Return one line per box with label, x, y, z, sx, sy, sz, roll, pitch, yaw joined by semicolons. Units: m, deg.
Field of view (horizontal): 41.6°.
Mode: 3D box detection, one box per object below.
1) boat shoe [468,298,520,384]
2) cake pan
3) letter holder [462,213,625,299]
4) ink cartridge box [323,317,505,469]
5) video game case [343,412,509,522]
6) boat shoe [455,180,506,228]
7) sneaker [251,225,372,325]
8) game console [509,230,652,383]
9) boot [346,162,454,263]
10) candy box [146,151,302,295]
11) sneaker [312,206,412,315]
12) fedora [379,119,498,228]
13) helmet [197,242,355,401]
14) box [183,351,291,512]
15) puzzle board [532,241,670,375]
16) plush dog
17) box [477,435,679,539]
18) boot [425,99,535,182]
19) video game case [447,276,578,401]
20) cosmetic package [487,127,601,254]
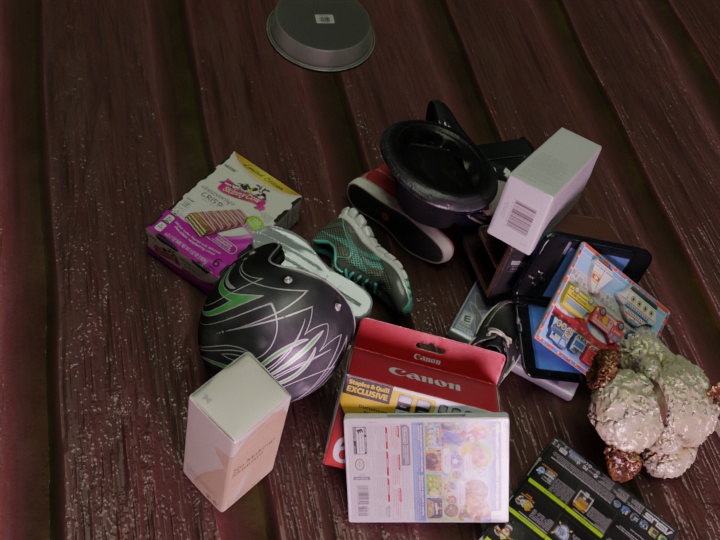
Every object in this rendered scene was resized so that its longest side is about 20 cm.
boat shoe;0.179;0.117;1.313;0.074;0.060;0.201;31;66;11
cake pan;-0.068;-0.439;1.700;0.198;0.037;0.202;6;54;-8
letter holder;0.270;-0.040;1.416;0.198;0.101;0.143;2;42;-20
ink cartridge box;0.070;0.174;1.190;0.198;0.177;0.084;14;21;-1
video game case;0.081;0.242;1.158;0.198;0.145;0.018;-1;17;5
boat shoe;0.227;-0.097;1.493;0.199;0.092;0.075;12;72;-41
sneaker;-0.074;0.016;1.341;0.200;0.071;0.073;39;64;5
game console;0.322;0.057;1.328;0.198;0.172;0.119;8;33;-28
boot;0.097;-0.106;1.475;0.200;0.073;0.144;40;55;22
candy box;-0.197;-0.069;1.390;0.136;0.061;0.200;33;55;13
sneaker;0.000;0.000;1.383;0.091;0.078;0.200;-28;56;-18
fedora;0.104;-0.132;1.393;0.199;0.092;0.201;13;40;-11
helmet;-0.109;0.075;1.205;0.198;0.202;0.191;-3;24;-13
box;-0.150;0.195;1.122;0.078;0.201;0.095;42;58;17
puzzle board;0.343;0.075;1.322;0.199;0.017;0.151;34;80;-27
plush dog;0.376;0.180;1.233;0.170;0.160;0.202;-9;82;-23
box;0.275;0.342;1.201;0.199;0.048;0.193;37;58;14
boot;0.203;-0.197;1.558;0.161;0.074;0.200;-7;63;-13
video game case;0.252;0.074;1.403;0.199;0.023;0.183;27;54;9
cosmetic package;0.263;-0.117;1.345;0.071;0.102;0.200;30;38;18
